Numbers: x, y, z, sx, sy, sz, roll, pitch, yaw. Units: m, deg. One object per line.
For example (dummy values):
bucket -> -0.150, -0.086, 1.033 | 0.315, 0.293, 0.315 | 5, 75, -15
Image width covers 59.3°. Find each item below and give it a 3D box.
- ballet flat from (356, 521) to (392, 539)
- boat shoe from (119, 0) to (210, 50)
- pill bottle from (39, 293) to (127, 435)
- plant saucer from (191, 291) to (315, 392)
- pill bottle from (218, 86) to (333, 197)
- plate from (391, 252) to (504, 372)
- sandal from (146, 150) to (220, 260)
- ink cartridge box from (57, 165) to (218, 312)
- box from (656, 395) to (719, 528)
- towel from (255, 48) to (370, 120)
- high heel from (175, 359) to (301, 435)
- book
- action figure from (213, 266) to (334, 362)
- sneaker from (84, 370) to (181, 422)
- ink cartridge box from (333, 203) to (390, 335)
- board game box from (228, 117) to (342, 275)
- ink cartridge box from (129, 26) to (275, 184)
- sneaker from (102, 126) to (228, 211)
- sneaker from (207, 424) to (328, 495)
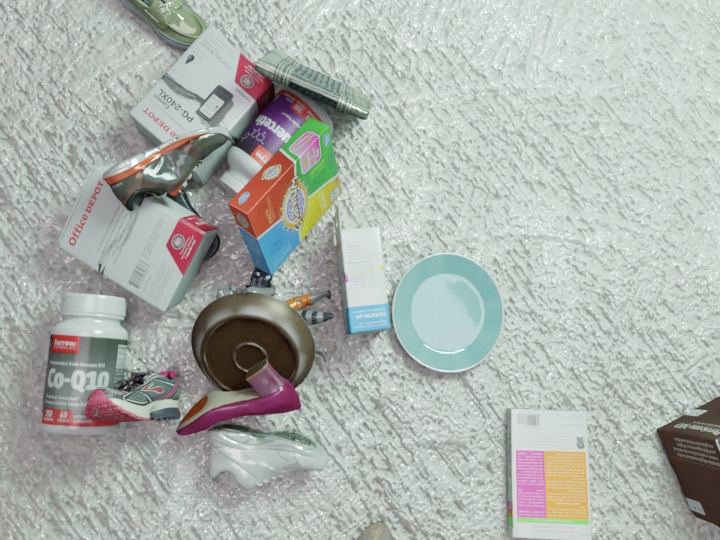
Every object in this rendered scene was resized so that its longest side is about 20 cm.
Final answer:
ballet flat -> -0.007, 0.495, 0.989 | 0.067, 0.067, 0.202 | 31, 80, -1
boat shoe -> -0.343, -0.447, 1.085 | 0.198, 0.062, 0.073 | 32, 80, -2
pill bottle -> -0.420, 0.141, 0.970 | 0.111, 0.114, 0.205 | 4, 82, -5
plant saucer -> -0.169, 0.128, 0.983 | 0.195, 0.032, 0.204 | 1, 119, 2
pill bottle -> -0.142, -0.199, 1.046 | 0.112, 0.112, 0.201 | 38, 80, 0
plate -> 0.149, 0.072, 1.084 | 0.195, 0.026, 0.205 | 1, 83, -6
sandal -> -0.311, -0.103, 1.056 | 0.075, 0.043, 0.202 | -33, 96, 3
ink cartridge box -> -0.349, -0.053, 1.000 | 0.198, 0.083, 0.147 | 31, 101, -1
box -> 0.640, 0.302, 1.032 | 0.196, 0.166, 0.167 | -22, 86, -9
towel -> -0.067, -0.305, 1.029 | 0.189, 0.201, 0.035 | 23, 109, -7
high heel -> -0.190, 0.225, 0.979 | 0.198, 0.068, 0.097 | -32, 109, 17
book -> 0.312, 0.337, 1.056 | 0.130, 0.048, 0.205 | 3, 81, -3
action figure -> -0.140, 0.047, 1.020 | 0.189, 0.105, 0.205 | 7, 80, -10
sneaker -> -0.335, 0.185, 0.936 | 0.079, 0.200, 0.077 | -4, 79, 10
ink cartridge box -> 0.000, 0.000, 1.032 | 0.066, 0.115, 0.205 | -5, 83, -7
board game box -> -0.110, -0.115, 0.996 | 0.040, 0.154, 0.201 | 26, 63, 24
ink cartridge box -> -0.258, -0.270, 1.051 | 0.145, 0.083, 0.201 | 39, 80, 0
sneaker -> -0.280, -0.152, 0.951 | 0.198, 0.077, 0.083 | -30, 107, -20
sneaker -> -0.149, 0.306, 1.004 | 0.195, 0.078, 0.102 | 7, 88, 4
